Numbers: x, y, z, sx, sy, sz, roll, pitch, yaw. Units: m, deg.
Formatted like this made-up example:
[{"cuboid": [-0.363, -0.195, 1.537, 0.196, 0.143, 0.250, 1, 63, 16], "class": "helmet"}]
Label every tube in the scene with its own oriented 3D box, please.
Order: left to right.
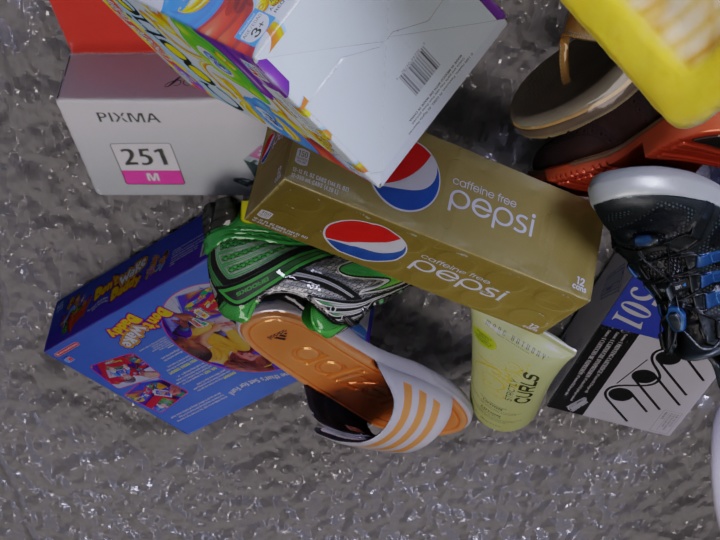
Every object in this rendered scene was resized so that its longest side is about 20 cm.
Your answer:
[{"cuboid": [0.098, 0.059, 1.325, 0.057, 0.052, 0.200, -9, 163, -3], "class": "tube"}]

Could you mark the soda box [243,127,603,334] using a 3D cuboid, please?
[{"cuboid": [0.039, -0.033, 1.173, 0.199, 0.065, 0.068, 21, 154, -17], "class": "soda box"}]

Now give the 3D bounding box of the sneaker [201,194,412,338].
[{"cuboid": [0.000, 0.000, 1.258, 0.198, 0.086, 0.078, 0, 174, -11], "class": "sneaker"}]

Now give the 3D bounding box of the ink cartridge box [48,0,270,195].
[{"cuboid": [-0.082, -0.113, 1.188, 0.198, 0.044, 0.174, 0, 145, 13], "class": "ink cartridge box"}]

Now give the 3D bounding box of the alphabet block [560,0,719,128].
[{"cuboid": [0.166, -0.212, 0.795, 0.196, 0.200, 0.196, 48, 139, 4], "class": "alphabet block"}]

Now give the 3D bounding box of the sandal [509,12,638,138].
[{"cuboid": [0.148, -0.140, 1.071, 0.054, 0.081, 0.200, 42, 134, -16], "class": "sandal"}]

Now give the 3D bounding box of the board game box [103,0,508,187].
[{"cuboid": [-0.041, -0.137, 1.002, 0.103, 0.105, 0.200, 42, 173, -38], "class": "board game box"}]

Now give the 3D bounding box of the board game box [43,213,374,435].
[{"cuboid": [-0.105, 0.037, 1.398, 0.134, 0.045, 0.199, 33, 139, -30], "class": "board game box"}]

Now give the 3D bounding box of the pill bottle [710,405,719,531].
[{"cuboid": [0.345, 0.135, 1.367, 0.198, 0.115, 0.114, -7, 142, 23], "class": "pill bottle"}]

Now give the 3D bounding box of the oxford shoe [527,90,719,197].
[{"cuboid": [0.161, -0.087, 1.156, 0.071, 0.073, 0.200, 7, 167, -29], "class": "oxford shoe"}]

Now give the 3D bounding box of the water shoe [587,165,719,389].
[{"cuboid": [0.196, 0.009, 1.160, 0.071, 0.080, 0.200, -9, 149, 39], "class": "water shoe"}]

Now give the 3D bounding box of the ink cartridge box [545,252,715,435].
[{"cuboid": [0.196, 0.034, 1.323, 0.093, 0.045, 0.200, 14, 144, -9], "class": "ink cartridge box"}]

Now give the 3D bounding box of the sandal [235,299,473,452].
[{"cuboid": [-0.008, 0.086, 1.354, 0.079, 0.060, 0.206, -23, 141, 37], "class": "sandal"}]
